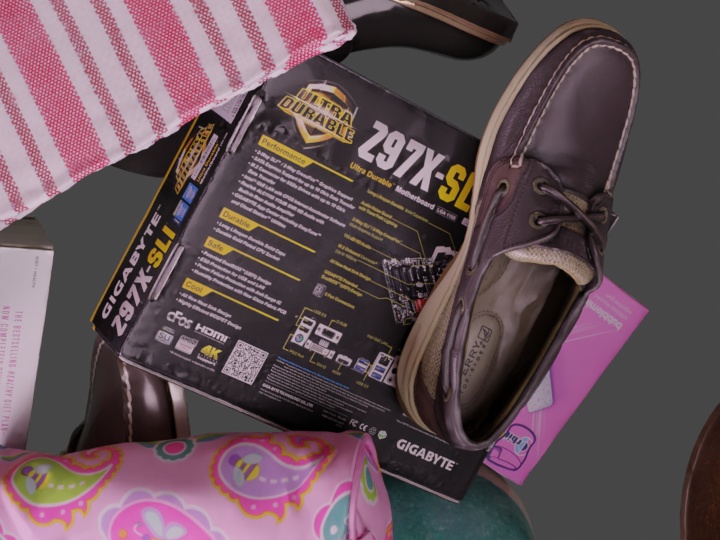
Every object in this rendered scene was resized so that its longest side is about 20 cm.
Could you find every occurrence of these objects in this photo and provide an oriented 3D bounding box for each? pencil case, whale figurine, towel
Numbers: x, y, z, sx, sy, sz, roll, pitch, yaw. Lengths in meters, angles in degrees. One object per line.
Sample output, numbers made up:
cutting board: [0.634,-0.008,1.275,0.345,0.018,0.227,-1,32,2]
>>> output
pencil case: [-0.086,0.116,0.910,0.199,0.088,0.088,-3,114,10]
whale figurine: [0.016,0.189,1.052,0.158,0.104,0.201,17,115,-9]
towel: [-0.118,-0.117,0.863,0.199,0.030,0.147,-28,84,6]

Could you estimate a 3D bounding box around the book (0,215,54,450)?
book: [-0.249,0.039,0.923,0.199,0.048,0.134,3,110,-22]

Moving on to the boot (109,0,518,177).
boot: [-0.039,-0.096,0.950,0.199,0.078,0.139,15,109,-15]

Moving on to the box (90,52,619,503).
box: [0.000,0.000,0.931,0.199,0.049,0.160,25,95,-29]

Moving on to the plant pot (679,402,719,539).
plant pot: [0.315,0.143,1.140,0.199,0.187,0.188,3,109,-39]

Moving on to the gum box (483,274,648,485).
gum box: [0.034,0.006,1.014,0.200,0.066,0.114,35,93,-30]

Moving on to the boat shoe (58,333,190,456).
boat shoe: [-0.121,0.117,0.993,0.059,0.072,0.201,-8,118,-23]

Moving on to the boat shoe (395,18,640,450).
boat shoe: [0.081,-0.012,0.898,0.073,0.065,0.201,16,100,-26]
